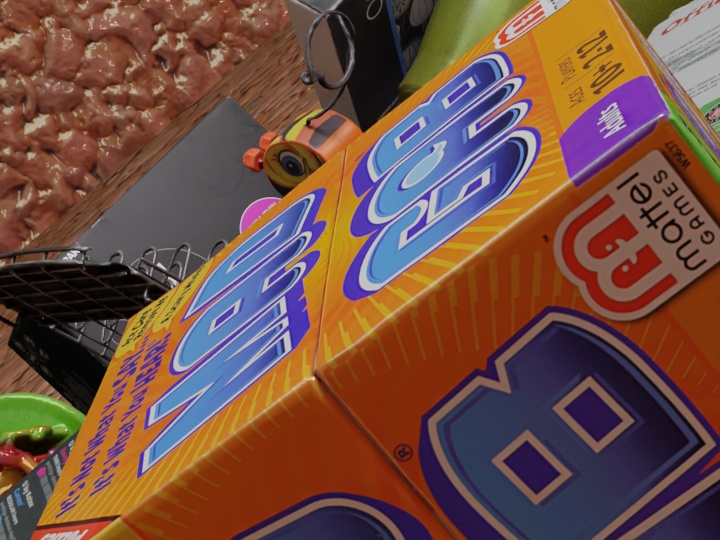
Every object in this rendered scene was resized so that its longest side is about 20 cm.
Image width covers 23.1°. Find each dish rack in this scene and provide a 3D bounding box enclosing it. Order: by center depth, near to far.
[{"bbox_3d":[-0.079,0.025,0.848,0.153,0.200,0.055,-7,60,47],"label":"dish rack"}]

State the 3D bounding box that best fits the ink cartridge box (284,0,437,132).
[{"bbox_3d":[0.016,-0.132,1.084,0.100,0.039,0.200,-50,-27,-18],"label":"ink cartridge box"}]

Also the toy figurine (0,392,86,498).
[{"bbox_3d":[-0.198,0.129,0.861,0.199,0.151,0.184,-20,-11,23],"label":"toy figurine"}]

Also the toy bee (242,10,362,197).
[{"bbox_3d":[-0.010,-0.055,1.036,0.108,0.201,0.131,1,16,44],"label":"toy bee"}]

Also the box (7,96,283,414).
[{"bbox_3d":[-0.114,0.014,1.193,0.200,0.148,0.124,-47,0,-25],"label":"box"}]

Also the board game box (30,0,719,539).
[{"bbox_3d":[0.054,0.065,0.512,0.200,0.200,0.200,-37,14,14],"label":"board game box"}]

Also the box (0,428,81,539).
[{"bbox_3d":[-0.104,0.154,0.779,0.200,0.122,0.106,-41,36,2],"label":"box"}]

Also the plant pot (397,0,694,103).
[{"bbox_3d":[0.127,-0.142,1.042,0.193,0.200,0.200,-55,16,-8],"label":"plant pot"}]

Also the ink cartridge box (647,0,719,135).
[{"bbox_3d":[0.183,-0.067,0.824,0.146,0.083,0.200,-27,20,45],"label":"ink cartridge box"}]
